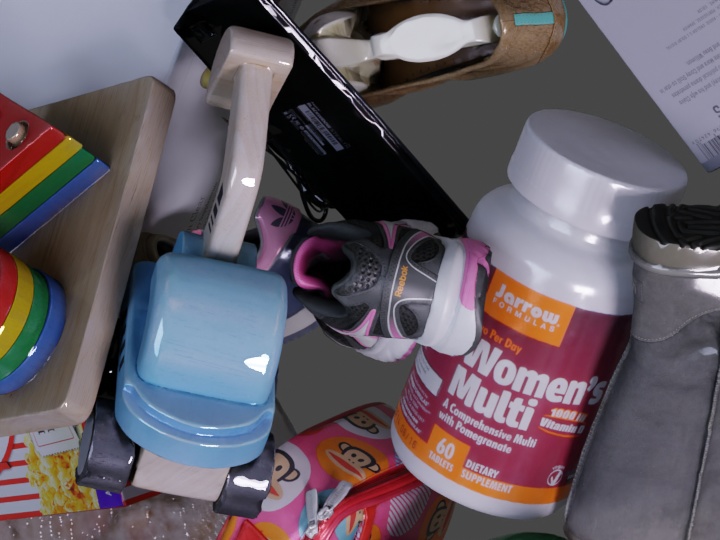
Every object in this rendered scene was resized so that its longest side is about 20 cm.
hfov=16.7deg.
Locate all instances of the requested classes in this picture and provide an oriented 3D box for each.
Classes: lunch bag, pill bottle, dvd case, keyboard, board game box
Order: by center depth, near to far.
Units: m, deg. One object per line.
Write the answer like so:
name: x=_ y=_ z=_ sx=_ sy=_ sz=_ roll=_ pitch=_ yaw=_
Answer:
dvd case: x=0.169 y=-0.159 z=1.222 sx=0.200 sy=0.025 sz=0.150 roll=52 pitch=138 yaw=-7
pill bottle: x=0.096 y=0.023 z=1.309 sx=0.109 sy=0.109 sz=0.201 roll=32 pitch=116 yaw=26
keyboard: x=-0.024 y=-0.089 z=1.369 sx=0.104 sy=0.040 sz=0.200 roll=-14 pitch=126 yaw=46
lunch bag: x=-0.039 y=0.179 z=1.392 sx=0.082 sy=0.176 sz=0.201 roll=37 pitch=118 yaw=24
board game box: x=-0.227 y=0.084 z=1.587 sx=0.199 sy=0.046 sz=0.152 roll=-11 pitch=92 yaw=36

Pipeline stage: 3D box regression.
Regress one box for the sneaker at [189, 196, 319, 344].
sneaker: x=-0.096 y=0.016 z=1.454 sx=0.199 sy=0.070 sz=0.082 roll=-28 pitch=115 yaw=29

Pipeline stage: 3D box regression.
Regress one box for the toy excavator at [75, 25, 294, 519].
toy excavator: x=-0.074 y=0.000 z=1.284 sx=0.099 sy=0.195 sz=0.201 roll=13 pitch=128 yaw=-13

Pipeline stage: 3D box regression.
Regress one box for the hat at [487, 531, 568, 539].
hat: x=0.083 y=0.150 z=1.272 sx=0.199 sy=0.166 sz=0.177 roll=7 pitch=125 yaw=4

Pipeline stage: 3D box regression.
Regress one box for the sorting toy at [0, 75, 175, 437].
sorting toy: x=-0.213 y=-0.011 z=1.338 sx=0.198 sy=0.070 sz=0.201 roll=-11 pitch=56 yaw=41

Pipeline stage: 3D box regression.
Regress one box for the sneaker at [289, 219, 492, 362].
sneaker: x=0.000 y=0.000 z=1.300 sx=0.200 sy=0.086 sz=0.081 roll=164 pitch=119 yaw=-72

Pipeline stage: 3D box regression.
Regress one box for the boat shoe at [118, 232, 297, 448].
boat shoe: x=-0.085 y=0.060 z=1.393 sx=0.068 sy=0.075 sz=0.200 roll=-24 pitch=122 yaw=30

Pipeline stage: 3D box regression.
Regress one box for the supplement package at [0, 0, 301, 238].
supplement package: x=-0.147 y=-0.127 z=1.452 sx=0.156 sy=0.111 sz=0.201 roll=36 pitch=118 yaw=25

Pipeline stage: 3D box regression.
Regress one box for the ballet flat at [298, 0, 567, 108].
ballet flat: x=0.019 y=-0.125 z=1.359 sx=0.199 sy=0.072 sz=0.068 roll=-5 pitch=95 yaw=36

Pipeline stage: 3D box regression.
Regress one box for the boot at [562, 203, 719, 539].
boot: x=0.203 y=0.066 z=1.260 sx=0.181 sy=0.073 sz=0.201 roll=6 pitch=117 yaw=4
